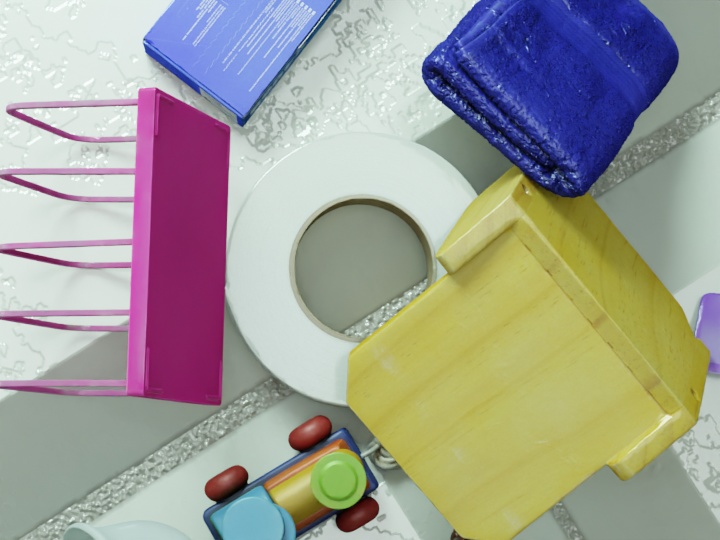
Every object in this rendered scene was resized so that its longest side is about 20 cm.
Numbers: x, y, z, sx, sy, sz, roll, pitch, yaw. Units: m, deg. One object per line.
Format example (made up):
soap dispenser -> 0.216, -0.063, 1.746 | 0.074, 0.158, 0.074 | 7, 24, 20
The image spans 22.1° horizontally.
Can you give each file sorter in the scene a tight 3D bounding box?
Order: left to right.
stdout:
file sorter -> -0.173, -0.011, 1.265 | 0.125, 0.139, 0.201 | -1, 83, 17

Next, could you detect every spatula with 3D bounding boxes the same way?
spatula -> 0.288, -0.019, 1.370 | 0.056, 0.021, 0.201 | 12, 83, 1

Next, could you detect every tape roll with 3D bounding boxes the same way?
tape roll -> 0.000, 0.000, 1.338 | 0.202, 0.037, 0.203 | 0, 85, -5

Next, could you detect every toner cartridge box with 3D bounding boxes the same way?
toner cartridge box -> -0.062, -0.213, 1.350 | 0.095, 0.043, 0.200 | 38, 83, -1

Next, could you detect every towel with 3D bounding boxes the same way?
towel -> 0.142, -0.151, 1.305 | 0.148, 0.050, 0.200 | 39, 46, 0

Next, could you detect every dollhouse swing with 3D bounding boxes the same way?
dollhouse swing -> 0.112, 0.059, 1.300 | 0.176, 0.182, 0.200 | -39, 96, 24

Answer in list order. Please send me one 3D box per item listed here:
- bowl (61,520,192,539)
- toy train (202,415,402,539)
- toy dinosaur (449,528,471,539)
bowl -> -0.119, 0.248, 1.240 | 0.090, 0.201, 0.202 | -20, 86, -25
toy train -> -0.013, 0.141, 1.283 | 0.200, 0.116, 0.085 | -30, 88, -6
toy dinosaur -> 0.058, 0.290, 1.290 | 0.086, 0.136, 0.200 | 26, 113, -2
